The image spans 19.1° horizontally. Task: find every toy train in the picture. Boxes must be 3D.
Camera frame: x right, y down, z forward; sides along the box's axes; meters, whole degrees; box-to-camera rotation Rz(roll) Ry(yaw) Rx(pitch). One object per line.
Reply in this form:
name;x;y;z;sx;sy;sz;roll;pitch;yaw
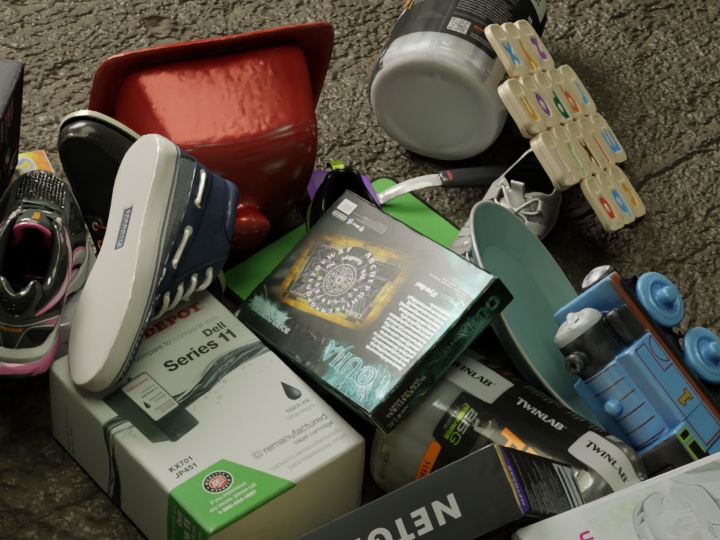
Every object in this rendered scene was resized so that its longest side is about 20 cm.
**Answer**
toy train;0.219;0.090;1.569;0.200;0.087;0.114;53;43;0

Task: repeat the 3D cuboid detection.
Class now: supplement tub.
supplement tub;0.116;0.149;1.519;0.200;0.123;0.123;30;50;24
supplement tub;0.091;-0.200;1.863;0.122;0.123;0.200;16;47;10

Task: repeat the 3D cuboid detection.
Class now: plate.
plate;0.133;0.039;1.616;0.026;0.200;0.201;-32;42;21

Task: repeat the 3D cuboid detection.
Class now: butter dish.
butter dish;-0.110;-0.084;1.696;0.199;0.200;0.148;-11;62;-18

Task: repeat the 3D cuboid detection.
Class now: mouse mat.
mouse mat;0.005;0.005;1.733;0.200;0.008;0.161;-33;57;-31

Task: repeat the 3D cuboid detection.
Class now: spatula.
spatula;0.051;-0.070;1.793;0.199;0.021;0.057;-8;53;-15

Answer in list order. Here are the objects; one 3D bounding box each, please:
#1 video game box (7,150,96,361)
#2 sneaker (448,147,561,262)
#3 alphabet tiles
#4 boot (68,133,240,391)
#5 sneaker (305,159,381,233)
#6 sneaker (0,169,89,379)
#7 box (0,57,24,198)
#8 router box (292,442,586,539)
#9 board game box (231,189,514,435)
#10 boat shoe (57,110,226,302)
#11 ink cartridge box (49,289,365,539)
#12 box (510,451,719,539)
video game box;-0.298;-0.001;1.638;0.182;0.047;0.200;-10;47;-24
sneaker;0.111;-0.035;1.721;0.075;0.082;0.200;19;43;9
alphabet tiles;0.168;-0.120;1.768;0.196;0.015;0.200;58;22;3
boot;-0.144;0.005;1.559;0.090;0.073;0.201;29;65;-34
sneaker;0.000;0.000;1.668;0.072;0.083;0.200;-13;56;-17
sneaker;-0.236;-0.015;1.566;0.080;0.087;0.200;5;40;-10
box;-0.335;-0.070;1.591;0.122;0.106;0.200;13;43;1
router box;0.037;0.182;1.395;0.200;0.157;0.052;-27;71;16
board game box;0.004;0.027;1.557;0.135;0.028;0.200;-47;38;-8
boat shoe;-0.169;-0.033;1.629;0.073;0.202;0.063;-14;33;26
ink cartridge box;-0.114;0.120;1.553;0.146;0.083;0.200;-29;53;-30
box;0.177;0.228;1.389;0.176;0.200;0.097;-18;54;-22
